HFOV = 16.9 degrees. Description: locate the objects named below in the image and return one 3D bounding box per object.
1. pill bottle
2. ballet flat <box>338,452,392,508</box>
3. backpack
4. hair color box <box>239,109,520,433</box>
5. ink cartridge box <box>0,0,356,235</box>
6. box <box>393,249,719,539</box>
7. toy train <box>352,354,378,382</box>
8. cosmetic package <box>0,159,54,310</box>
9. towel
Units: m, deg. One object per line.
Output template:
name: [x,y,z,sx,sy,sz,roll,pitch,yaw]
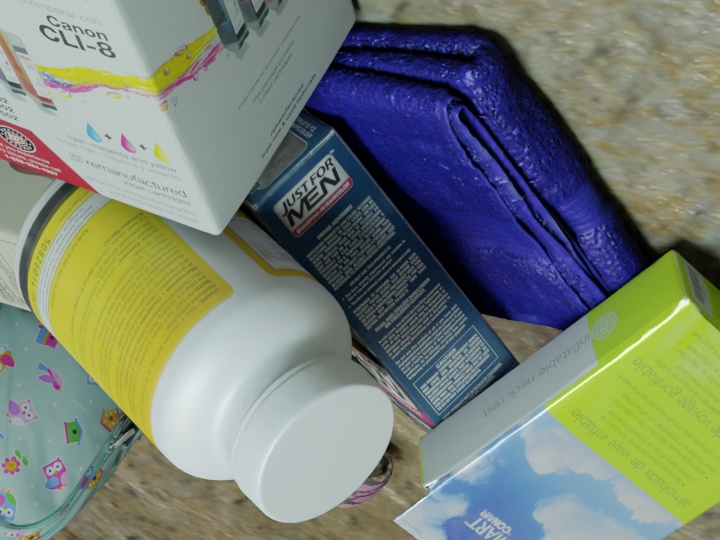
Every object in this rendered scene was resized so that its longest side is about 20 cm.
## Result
pill bottle: [-0.075,0.031,1.186,0.200,0.112,0.112,43,166,36]
ballet flat: [-0.060,0.088,1.617,0.200,0.069,0.071,34,138,-16]
backpack: [-0.233,0.101,1.666,0.166,0.201,0.127,32,156,0]
hair color box: [0.000,0.000,1.281,0.200,0.060,0.100,51,172,-31]
ink cartridge box: [-0.112,-0.145,1.113,0.145,0.145,0.200,20,153,25]
box: [0.126,0.091,1.258,0.200,0.048,0.122,-38,121,23]
toy train: [-0.056,0.013,1.301,0.056,0.042,0.200,37,-174,-45]
cosmetic package: [-0.152,-0.021,1.473,0.199,0.088,0.104,15,153,31]
towel: [0.053,-0.041,1.235,0.147,0.050,0.200,6,146,43]
